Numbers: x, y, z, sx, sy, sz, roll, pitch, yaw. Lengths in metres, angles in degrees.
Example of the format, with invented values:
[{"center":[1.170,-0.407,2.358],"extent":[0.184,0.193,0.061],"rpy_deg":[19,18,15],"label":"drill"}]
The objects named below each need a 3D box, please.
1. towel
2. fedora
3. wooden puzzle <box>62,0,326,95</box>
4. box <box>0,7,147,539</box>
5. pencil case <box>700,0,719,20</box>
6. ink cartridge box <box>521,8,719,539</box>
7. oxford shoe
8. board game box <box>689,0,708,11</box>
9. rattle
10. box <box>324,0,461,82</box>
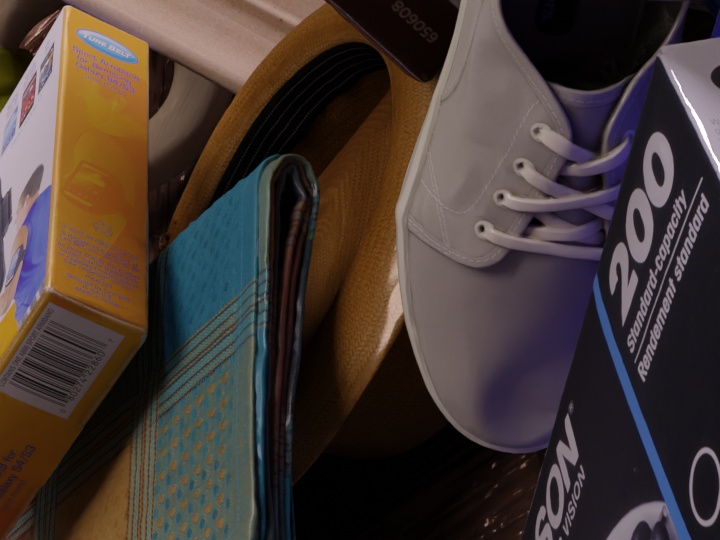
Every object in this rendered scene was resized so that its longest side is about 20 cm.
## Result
[{"center":[-0.072,0.063,0.779],"extent":[0.200,0.022,0.147],"rpy_deg":[-39,40,49],"label":"towel"},{"center":[0.000,0.000,0.808],"extent":[0.200,0.082,0.201],"rpy_deg":[-37,41,42],"label":"fedora"},{"center":[-0.045,-0.174,0.928],"extent":[0.200,0.185,0.046],"rpy_deg":[-60,-9,-10],"label":"wooden puzzle"},{"center":[-0.120,-0.005,0.837],"extent":[0.119,0.041,0.200],"rpy_deg":[-53,26,28],"label":"box"},{"center":[0.140,-0.058,0.627],"extent":[0.087,0.078,0.200],"rpy_deg":[-18,50,-1],"label":"pencil case"},{"center":[0.081,0.049,0.595],"extent":[0.200,0.043,0.199],"rpy_deg":[-102,20,-51],"label":"ink cartridge box"},{"center":[0.054,-0.031,0.670],"extent":[0.058,0.075,0.201],"rpy_deg":[-116,30,-59],"label":"oxford shoe"},{"center":[0.132,-0.151,0.801],"extent":[0.126,0.035,0.200],"rpy_deg":[-59,30,-4],"label":"board game box"},{"center":[-0.092,-0.097,1.081],"extent":[0.130,0.143,0.200],"rpy_deg":[28,68,28],"label":"rattle"},{"center":[0.006,-0.203,0.737],"extent":[0.166,0.164,0.200],"rpy_deg":[-42,35,15],"label":"box"}]
